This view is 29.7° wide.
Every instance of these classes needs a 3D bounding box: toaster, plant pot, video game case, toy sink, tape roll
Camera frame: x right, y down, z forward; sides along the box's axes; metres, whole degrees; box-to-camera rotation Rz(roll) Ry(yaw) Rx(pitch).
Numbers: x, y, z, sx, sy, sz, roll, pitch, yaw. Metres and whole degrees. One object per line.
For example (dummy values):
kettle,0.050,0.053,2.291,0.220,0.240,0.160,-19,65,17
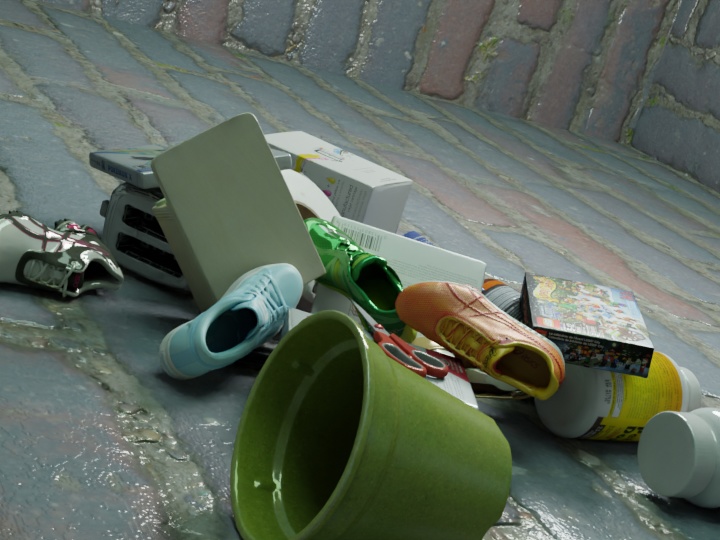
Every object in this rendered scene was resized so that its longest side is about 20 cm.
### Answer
toaster,-0.219,-0.045,1.651,0.198,0.115,0.129,24,20,17
plant pot,0.019,0.159,1.136,0.183,0.202,0.200,23,11,-30
video game case,-0.213,-0.137,1.682,0.198,0.022,0.182,-11,17,-29
toy sink,-0.149,-0.058,1.512,0.130,0.202,0.112,-29,12,-18
tape roll,-0.075,-0.032,1.680,0.202,0.037,0.204,39,35,-34

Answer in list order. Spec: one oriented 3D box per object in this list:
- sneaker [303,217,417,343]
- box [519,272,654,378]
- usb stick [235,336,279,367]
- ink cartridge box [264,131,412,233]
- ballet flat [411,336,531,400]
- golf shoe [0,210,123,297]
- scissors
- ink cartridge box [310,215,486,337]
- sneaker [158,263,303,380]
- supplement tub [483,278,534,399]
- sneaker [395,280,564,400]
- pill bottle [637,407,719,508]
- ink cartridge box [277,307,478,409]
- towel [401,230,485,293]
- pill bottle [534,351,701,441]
sneaker,0.000,0.000,1.542,0.074,0.084,0.200,-29,60,-29
box,0.256,0.060,1.563,0.135,0.038,0.200,11,17,1
usb stick,-0.079,0.093,1.490,0.198,0.033,0.055,11,9,-25
ink cartridge box,-0.058,-0.093,1.924,0.199,0.149,0.144,24,17,21
ballet flat,0.118,0.113,1.534,0.198,0.070,0.063,3,3,-15
golf shoe,-0.344,-0.013,1.472,0.088,0.078,0.199,36,23,30
scissors,0.018,0.064,1.416,0.073,0.014,0.200,6,21,-39
ink cartridge box,0.039,0.045,1.614,0.198,0.175,0.044,17,-24,-6
sneaker,-0.113,0.050,1.397,0.082,0.074,0.200,-16,19,47
supplement tub,0.183,0.079,1.699,0.106,0.108,0.199,2,22,-45
sneaker,0.128,0.069,1.442,0.198,0.074,0.077,24,18,8
pill bottle,0.412,0.210,1.507,0.198,0.111,0.110,9,18,-31
ink cartridge box,0.008,0.123,1.389,0.198,0.084,0.146,17,15,-8
towel,0.055,0.023,1.742,0.144,0.024,0.200,-31,33,-10
pill bottle,0.309,0.146,1.605,0.198,0.110,0.109,7,19,-34
